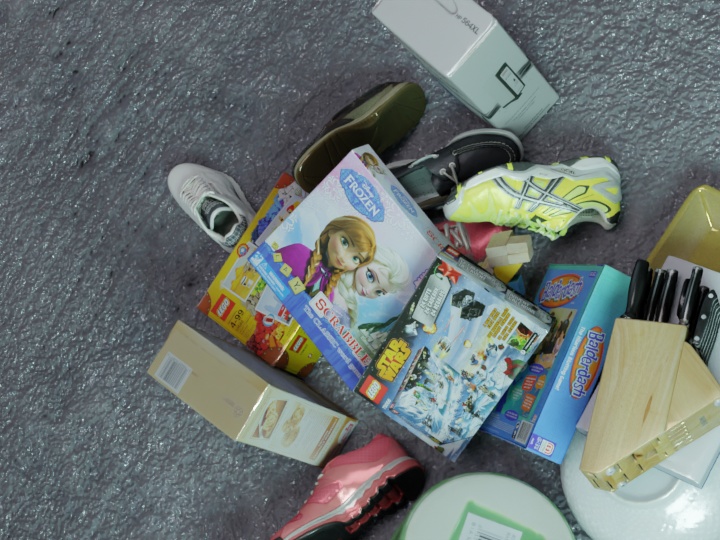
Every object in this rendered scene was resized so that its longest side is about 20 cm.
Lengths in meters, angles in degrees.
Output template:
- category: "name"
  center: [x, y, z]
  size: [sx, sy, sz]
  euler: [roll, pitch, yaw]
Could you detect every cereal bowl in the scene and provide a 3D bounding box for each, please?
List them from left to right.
- category: "cereal bowl"
  center: [0.289, 0.193, 1.245]
  size: [0.200, 0.083, 0.200]
  euler: [-9, 70, 27]

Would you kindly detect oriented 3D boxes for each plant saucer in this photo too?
- category: "plant saucer"
  center: [0.378, 0.037, 1.255]
  size: [0.200, 0.048, 0.200]
  euler: [29, 80, 34]

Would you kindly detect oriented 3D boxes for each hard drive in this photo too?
- category: "hard drive"
  center: [0.314, 0.094, 1.210]
  size: [0.132, 0.025, 0.200]
  euler: [23, 76, 33]

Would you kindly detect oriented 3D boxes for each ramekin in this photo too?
- category: "ramekin"
  center: [0.121, 0.299, 1.239]
  size: [0.200, 0.098, 0.200]
  euler: [2, 58, -3]

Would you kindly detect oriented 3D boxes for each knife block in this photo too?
- category: "knife block"
  center: [0.262, 0.086, 1.184]
  size: [0.200, 0.064, 0.176]
  euler: [-34, 55, 6]

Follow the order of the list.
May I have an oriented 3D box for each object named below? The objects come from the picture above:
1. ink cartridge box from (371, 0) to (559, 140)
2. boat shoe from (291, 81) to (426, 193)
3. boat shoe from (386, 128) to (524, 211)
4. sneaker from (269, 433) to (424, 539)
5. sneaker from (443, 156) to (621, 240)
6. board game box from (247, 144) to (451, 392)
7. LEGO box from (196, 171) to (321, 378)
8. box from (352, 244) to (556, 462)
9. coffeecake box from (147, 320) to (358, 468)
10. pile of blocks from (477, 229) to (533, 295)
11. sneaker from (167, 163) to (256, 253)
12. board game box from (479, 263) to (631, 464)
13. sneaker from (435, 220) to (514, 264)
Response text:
- category: "ink cartridge box"
  center: [0.121, -0.246, 1.419]
  size: [0.084, 0.200, 0.146]
  euler: [-48, 57, 7]
- category: "boat shoe"
  center: [-0.009, -0.164, 1.525]
  size: [0.201, 0.072, 0.066]
  euler: [-40, 34, -18]
- category: "boat shoe"
  center: [0.095, -0.106, 1.455]
  size: [0.200, 0.076, 0.060]
  euler: [-21, 23, 32]
- category: "sneaker"
  center: [-0.025, 0.259, 1.408]
  size: [0.200, 0.074, 0.087]
  euler: [-33, 46, -3]
- category: "sneaker"
  center: [0.191, -0.073, 1.360]
  size: [0.200, 0.075, 0.076]
  euler: [-9, 71, -3]
- category: "board game box"
  center: [0.000, 0.000, 1.382]
  size: [0.200, 0.041, 0.200]
  euler: [50, 121, 8]
- category: "LEGO box"
  center: [-0.081, 0.005, 1.522]
  size: [0.149, 0.077, 0.200]
  euler: [33, 91, 33]
- category: "box"
  center: [0.095, 0.089, 1.314]
  size: [0.137, 0.040, 0.200]
  euler: [35, 121, 6]
- category: "coffeecake box"
  center: [-0.119, 0.145, 1.423]
  size: [0.153, 0.200, 0.073]
  euler: [31, 90, 34]
- category: "pile of blocks"
  center: [0.136, 0.032, 1.385]
  size: [0.082, 0.062, 0.200]
  euler: [39, 121, -2]
- category: "sneaker"
  center: [-0.193, -0.088, 1.617]
  size: [0.200, 0.080, 0.076]
  euler: [39, 96, 35]
- category: "board game box"
  center: [0.202, 0.091, 1.298]
  size: [0.045, 0.152, 0.200]
  euler: [24, 86, -12]
- category: "sneaker"
  center: [0.081, -0.017, 1.423]
  size: [0.200, 0.087, 0.074]
  euler: [-28, 62, 19]
